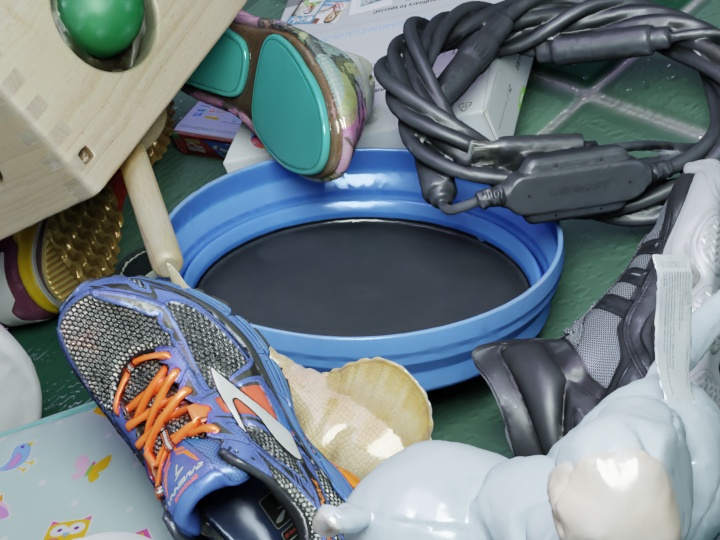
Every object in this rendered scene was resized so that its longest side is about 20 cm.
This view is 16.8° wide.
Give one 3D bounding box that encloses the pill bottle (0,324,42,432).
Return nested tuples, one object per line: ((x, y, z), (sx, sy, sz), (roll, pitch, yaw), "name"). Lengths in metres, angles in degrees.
((-0.255, 0.043, 1.291), (0.112, 0.113, 0.200), (-37, 36, -14), "pill bottle")

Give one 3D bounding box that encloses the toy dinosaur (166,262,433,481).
((-0.012, 0.079, 1.082), (0.199, 0.102, 0.058), (33, 21, 21), "toy dinosaur")

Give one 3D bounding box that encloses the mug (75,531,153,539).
((-0.066, 0.216, 0.952), (0.152, 0.188, 0.149), (21, 22, 37), "mug")

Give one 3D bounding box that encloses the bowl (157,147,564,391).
((0.000, 0.000, 1.185), (0.199, 0.040, 0.201), (-1, 28, 1), "bowl")

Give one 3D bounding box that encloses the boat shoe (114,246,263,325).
((-0.082, 0.026, 1.243), (0.075, 0.061, 0.200), (-35, 35, -12), "boat shoe")

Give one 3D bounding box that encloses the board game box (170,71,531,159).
((-0.008, -0.096, 1.388), (0.199, 0.020, 0.103), (11, 51, 42), "board game box")

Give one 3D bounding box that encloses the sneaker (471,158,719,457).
((0.113, 0.027, 1.097), (0.113, 0.076, 0.201), (-7, 42, 23), "sneaker")

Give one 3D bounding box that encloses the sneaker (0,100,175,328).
((-0.173, -0.054, 1.388), (0.090, 0.075, 0.201), (-14, 39, 31), "sneaker")

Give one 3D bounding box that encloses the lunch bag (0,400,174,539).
((-0.143, 0.135, 1.129), (0.198, 0.077, 0.161), (-17, 34, 15), "lunch bag")

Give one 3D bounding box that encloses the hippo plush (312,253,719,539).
((0.059, 0.103, 0.926), (0.160, 0.159, 0.202), (-11, 75, 21), "hippo plush")

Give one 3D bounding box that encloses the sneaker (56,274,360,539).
((-0.060, 0.077, 1.029), (0.200, 0.078, 0.075), (44, 111, 17), "sneaker")

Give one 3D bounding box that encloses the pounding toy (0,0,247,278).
((-0.150, -0.086, 1.230), (0.199, 0.142, 0.185), (-20, 29, 48), "pounding toy")

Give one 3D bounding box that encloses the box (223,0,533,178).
((0.022, -0.123, 1.351), (0.155, 0.041, 0.201), (-10, 38, 24), "box")

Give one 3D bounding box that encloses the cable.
((0.109, -0.085, 1.223), (0.198, 0.051, 0.164), (-11, 42, -15), "cable")

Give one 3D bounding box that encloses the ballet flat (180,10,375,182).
((-0.037, -0.099, 1.273), (0.071, 0.070, 0.200), (0, 19, -33), "ballet flat")
